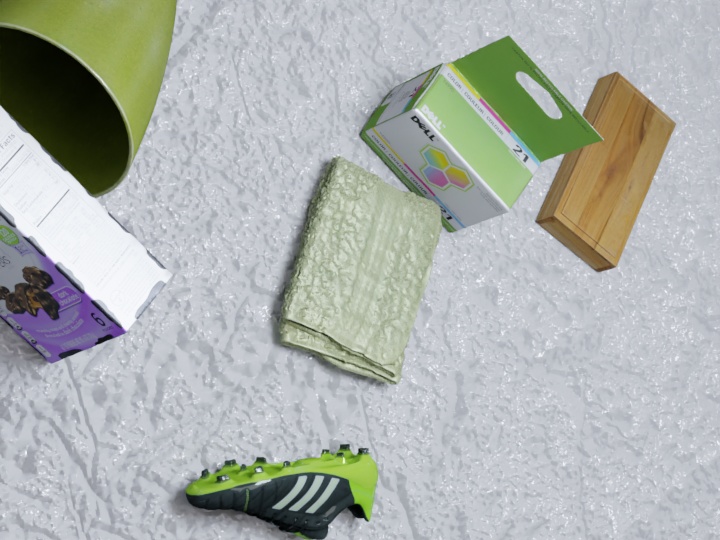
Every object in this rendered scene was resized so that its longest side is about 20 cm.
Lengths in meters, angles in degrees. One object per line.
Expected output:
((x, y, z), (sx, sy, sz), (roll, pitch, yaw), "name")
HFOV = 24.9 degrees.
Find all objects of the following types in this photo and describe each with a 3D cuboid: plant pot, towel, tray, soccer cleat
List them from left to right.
((-0.242, -0.197, 1.423), (0.187, 0.187, 0.201), (42, 47, -18), "plant pot")
((-0.067, 0.211, 1.504), (0.199, 0.067, 0.082), (-3, 95, -33), "soccer cleat")
((0.000, 0.000, 1.603), (0.148, 0.036, 0.201), (25, 69, -25), "towel")
((0.273, -0.110, 1.797), (0.098, 0.037, 0.201), (37, 63, -21), "tray")

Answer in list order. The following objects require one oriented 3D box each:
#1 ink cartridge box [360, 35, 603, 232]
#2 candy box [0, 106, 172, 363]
((0.116, -0.132, 1.604), (0.148, 0.200, 0.076), (45, 61, -16), "ink cartridge box")
((-0.279, -0.025, 1.353), (0.200, 0.167, 0.072), (45, 59, -16), "candy box")
